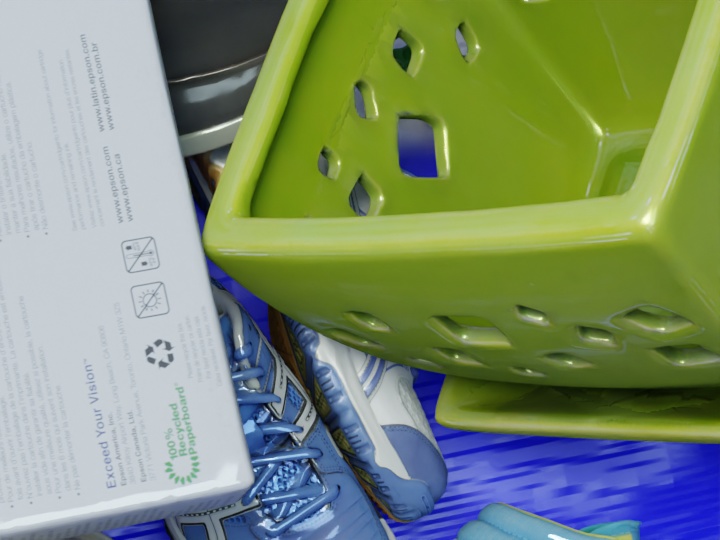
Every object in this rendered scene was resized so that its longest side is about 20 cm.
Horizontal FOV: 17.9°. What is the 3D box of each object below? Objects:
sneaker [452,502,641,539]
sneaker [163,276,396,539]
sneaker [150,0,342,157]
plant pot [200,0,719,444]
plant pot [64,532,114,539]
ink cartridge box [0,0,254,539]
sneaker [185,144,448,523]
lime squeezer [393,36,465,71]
[{"bbox_3d":[0.098,0.176,0.911,0.200,0.080,0.131,45,76,-2],"label":"sneaker"},{"bbox_3d":[-0.056,0.063,0.884,0.076,0.077,0.200,-39,79,-16],"label":"sneaker"},{"bbox_3d":[-0.108,-0.101,0.872,0.199,0.107,0.075,-9,37,4],"label":"sneaker"},{"bbox_3d":[0.090,-0.044,0.841,0.182,0.198,0.201,46,55,-41],"label":"plant pot"},{"bbox_3d":[-0.130,0.177,0.809,0.199,0.183,0.202,2,80,-11],"label":"plant pot"},{"bbox_3d":[-0.153,0.001,0.782,0.199,0.041,0.201,-8,73,-17],"label":"ink cartridge box"},{"bbox_3d":[0.000,0.000,0.923,0.088,0.075,0.201,-25,87,-15],"label":"sneaker"},{"bbox_3d":[0.030,-0.108,0.944,0.200,0.071,0.038,38,29,-32],"label":"lime squeezer"}]
